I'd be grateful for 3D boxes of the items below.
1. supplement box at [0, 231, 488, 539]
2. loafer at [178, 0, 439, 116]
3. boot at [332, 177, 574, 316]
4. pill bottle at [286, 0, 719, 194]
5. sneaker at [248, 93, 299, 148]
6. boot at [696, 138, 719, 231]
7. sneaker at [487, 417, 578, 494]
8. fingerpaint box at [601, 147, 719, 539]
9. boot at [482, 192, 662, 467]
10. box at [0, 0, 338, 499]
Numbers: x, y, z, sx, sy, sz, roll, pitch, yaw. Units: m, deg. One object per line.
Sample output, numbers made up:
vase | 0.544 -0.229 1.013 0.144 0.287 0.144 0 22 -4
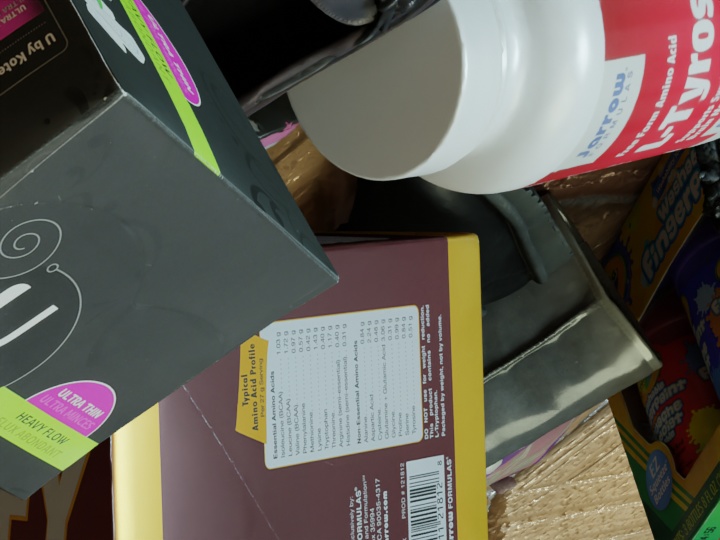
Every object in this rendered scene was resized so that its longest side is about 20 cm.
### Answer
supplement box | -0.065 0.089 0.930 0.132 0.198 0.200 1 -176 40
loafer | -0.019 -0.092 0.821 0.200 0.072 0.063 -36 -165 35
boot | 0.002 0.002 1.070 0.158 0.080 0.211 -39 151 1
pill bottle | 0.067 -0.090 0.938 0.200 0.112 0.112 -15 149 -48
sneaker | -0.116 -0.037 0.924 0.199 0.081 0.086 -7 154 -27
boot | 0.213 -0.100 1.054 0.162 0.199 0.073 -10 170 8
sneaker | 0.043 0.091 1.271 0.200 0.081 0.088 -40 158 13
fingerpaint box | 0.186 0.020 1.188 0.073 0.167 0.200 2 140 -21
boot | 0.052 0.088 1.186 0.199 0.182 0.073 -29 179 0
box | -0.123 -0.061 0.746 0.124 0.200 0.149 -35 151 8
